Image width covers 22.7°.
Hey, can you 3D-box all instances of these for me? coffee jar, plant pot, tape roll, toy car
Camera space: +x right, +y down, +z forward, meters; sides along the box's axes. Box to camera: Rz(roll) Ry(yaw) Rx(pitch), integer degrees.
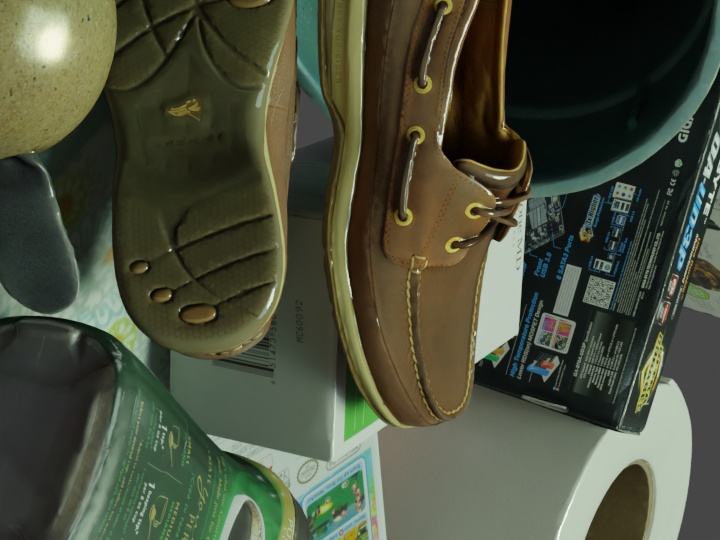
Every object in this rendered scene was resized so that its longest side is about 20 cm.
[{"bbox_3d":[-0.090,0.100,0.693,0.200,0.085,0.104,52,51,-58],"label":"coffee jar"},{"bbox_3d":[0.079,-0.165,0.769,0.196,0.200,0.200,-56,149,-51],"label":"plant pot"},{"bbox_3d":[0.091,0.143,1.061,0.203,0.139,0.203,-34,132,-49],"label":"tape roll"},{"bbox_3d":[-0.110,-0.092,0.588,0.158,0.164,0.200,-16,128,-56],"label":"toy car"}]

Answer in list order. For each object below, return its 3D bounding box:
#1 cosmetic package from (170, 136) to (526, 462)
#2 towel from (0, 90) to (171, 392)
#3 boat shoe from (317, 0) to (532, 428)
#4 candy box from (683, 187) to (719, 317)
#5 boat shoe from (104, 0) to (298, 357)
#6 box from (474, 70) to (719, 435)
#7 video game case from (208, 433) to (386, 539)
[{"bbox_3d":[0.000,0.000,0.806,0.200,0.085,0.108,-28,123,-58],"label":"cosmetic package"},{"bbox_3d":[-0.116,-0.001,0.730,0.200,0.048,0.171,-53,148,-32],"label":"towel"},{"bbox_3d":[0.028,-0.032,0.681,0.072,0.068,0.200,-32,123,-58],"label":"boat shoe"},{"bbox_3d":[0.196,-0.036,1.085,0.072,0.200,0.168,-65,150,-13],"label":"candy box"},{"bbox_3d":[-0.059,-0.066,0.667,0.068,0.072,0.200,84,6,-79],"label":"boat shoe"},{"bbox_3d":[0.104,-0.029,0.973,0.046,0.159,0.200,17,90,-63],"label":"box"},{"bbox_3d":[-0.061,0.144,0.880,0.200,0.024,0.182,-29,125,-41],"label":"video game case"}]
